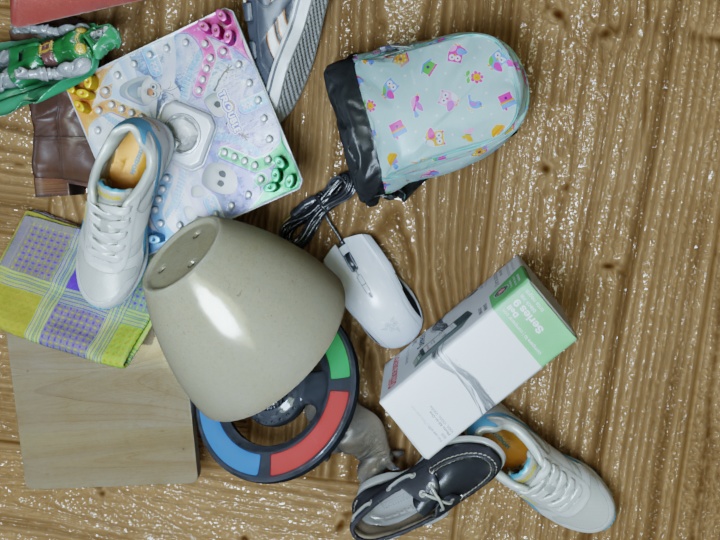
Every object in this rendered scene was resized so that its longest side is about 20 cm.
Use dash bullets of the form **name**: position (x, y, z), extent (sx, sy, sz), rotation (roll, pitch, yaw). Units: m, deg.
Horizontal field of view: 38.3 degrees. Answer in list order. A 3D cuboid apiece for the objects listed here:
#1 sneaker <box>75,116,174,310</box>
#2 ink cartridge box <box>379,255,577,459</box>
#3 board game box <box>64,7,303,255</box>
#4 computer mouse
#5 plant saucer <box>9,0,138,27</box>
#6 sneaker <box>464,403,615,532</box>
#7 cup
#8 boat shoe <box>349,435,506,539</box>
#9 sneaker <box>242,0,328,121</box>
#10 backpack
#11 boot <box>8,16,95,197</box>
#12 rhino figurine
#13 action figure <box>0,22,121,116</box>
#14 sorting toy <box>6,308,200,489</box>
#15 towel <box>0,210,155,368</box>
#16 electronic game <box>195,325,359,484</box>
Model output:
- **sneaker**: position (-0.247, -0.057, 1.038), extent (0.076, 0.081, 0.202), rotation (16, 99, 5)
- **ink cartridge box**: position (0.120, 0.088, 1.095), extent (0.200, 0.146, 0.084), rotation (-40, 95, 10)
- **board game box**: position (-0.186, -0.141, 1.074), extent (0.199, 0.026, 0.201), rotation (-22, 91, 10)
- **computer mouse**: position (0.000, 0.000, 1.142), extent (0.109, 0.044, 0.201), rotation (-35, 95, 8)
- **plant saucer**: position (-0.275, -0.362, 1.061), extent (0.198, 0.037, 0.201), rotation (-11, 71, 7)
- **sneaker**: position (0.196, 0.226, 1.140), extent (0.199, 0.081, 0.077), rotation (36, 99, -3)
- **cup**: position (-0.136, 0.030, 1.049), extent (0.200, 0.201, 0.143), rotation (-36, 121, 10)
- **boat shoe**: position (0.067, 0.236, 1.104), extent (0.199, 0.060, 0.074), rotation (-27, 111, 31)
- **sneaker**: position (-0.084, -0.260, 1.088), extent (0.079, 0.078, 0.201), rotation (22, 107, 12)
- **backpack**: position (0.074, -0.164, 1.067), extent (0.198, 0.127, 0.168), rotation (-15, 95, 4)
- **boot**: position (-0.284, -0.186, 1.128), extent (0.185, 0.064, 0.202), rotation (-4, 95, 3)
- **rhino figurine**: position (-0.020, 0.183, 1.168), extent (0.087, 0.060, 0.200), rotation (-41, 96, 13)
- **action figure**: position (-0.338, -0.215, 1.068), extent (0.199, 0.055, 0.119), rotation (-15, 62, 9)
- **sorting toy**: position (-0.283, 0.138, 1.176), extent (0.198, 0.070, 0.201), rotation (-3, 100, 5)
- **towel**: position (-0.311, 0.018, 1.128), extent (0.199, 0.023, 0.144), rotation (18, 67, 15)
- **electronic game**: position (-0.092, 0.128, 1.118), extent (0.199, 0.042, 0.202), rotation (-10, 66, 23)
